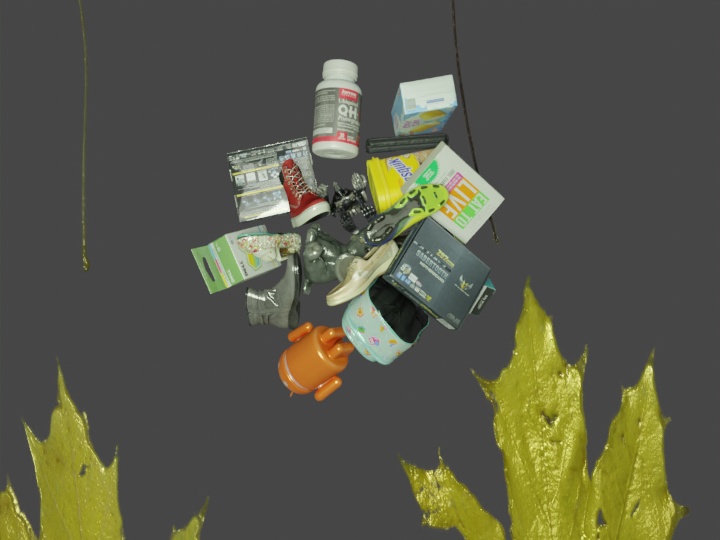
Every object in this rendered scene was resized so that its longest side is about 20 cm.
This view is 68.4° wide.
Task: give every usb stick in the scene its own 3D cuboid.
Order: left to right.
[{"bbox_3d":[0.108,-0.299,1.250,0.196,0.055,0.033,-5,89,-2],"label":"usb stick"}]

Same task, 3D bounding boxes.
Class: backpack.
[{"bbox_3d":[0.048,0.111,1.178,0.153,0.200,0.177,-38,92,17],"label":"backpack"}]

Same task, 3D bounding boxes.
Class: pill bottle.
[{"bbox_3d":[-0.052,-0.368,1.218,0.108,0.111,0.205,4,90,-1],"label":"pill bottle"}]

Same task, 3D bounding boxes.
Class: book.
[{"bbox_3d":[0.201,-0.167,1.146,0.198,0.048,0.134,32,112,-28],"label":"book"}]

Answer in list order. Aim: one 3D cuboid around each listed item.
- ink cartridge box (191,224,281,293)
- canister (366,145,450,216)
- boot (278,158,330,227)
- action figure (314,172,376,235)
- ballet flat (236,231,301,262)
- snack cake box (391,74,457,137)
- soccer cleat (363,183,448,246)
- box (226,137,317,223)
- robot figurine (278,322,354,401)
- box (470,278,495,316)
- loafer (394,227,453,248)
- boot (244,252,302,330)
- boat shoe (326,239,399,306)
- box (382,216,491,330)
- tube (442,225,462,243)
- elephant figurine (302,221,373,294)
[{"bbox_3d":[-0.267,-0.029,1.171,0.059,0.199,0.105,-23,92,28],"label":"ink cartridge box"},{"bbox_3d":[0.124,-0.205,1.215,0.196,0.087,0.150,-12,53,-3],"label":"canister"},{"bbox_3d":[-0.128,-0.171,1.128,0.071,0.199,0.147,-19,97,-18],"label":"boot"},{"bbox_3d":[-0.031,-0.160,1.171,0.117,0.200,0.103,-27,123,-5],"label":"action figure"},{"bbox_3d":[-0.193,-0.052,1.180,0.075,0.199,0.065,-15,87,31],"label":"ballet flat"},{"bbox_3d":[0.136,-0.359,1.178,0.113,0.200,0.069,-11,91,-1],"label":"snack cake box"},{"bbox_3d":[0.092,-0.117,1.104,0.198,0.084,0.065,-32,87,-1],"label":"soccer cleat"},{"bbox_3d":[-0.201,-0.211,1.246,0.196,0.049,0.165,-12,89,-1],"label":"box"},{"bbox_3d":[-0.106,0.205,1.200,0.199,0.117,0.144,-37,108,25],"label":"robot figurine"},{"bbox_3d":[0.203,0.032,1.219,0.197,0.049,0.083,20,118,-15],"label":"box"},{"bbox_3d":[0.129,-0.062,1.240,0.196,0.072,0.074,-1,135,17],"label":"loafer"},{"bbox_3d":[-0.201,0.050,1.205,0.129,0.070,0.204,6,115,-2],"label":"boot"},{"bbox_3d":[0.000,0.000,1.132,0.199,0.072,0.066,-37,105,-12],"label":"boat shoe"},{"bbox_3d":[0.166,0.007,1.133,0.199,0.051,0.159,38,73,-14],"label":"box"},{"bbox_3d":[0.211,-0.050,1.260,0.057,0.051,0.204,10,94,38],"label":"tube"},{"bbox_3d":[-0.028,-0.029,1.206,0.196,0.156,0.144,8,59,1],"label":"elephant figurine"}]
